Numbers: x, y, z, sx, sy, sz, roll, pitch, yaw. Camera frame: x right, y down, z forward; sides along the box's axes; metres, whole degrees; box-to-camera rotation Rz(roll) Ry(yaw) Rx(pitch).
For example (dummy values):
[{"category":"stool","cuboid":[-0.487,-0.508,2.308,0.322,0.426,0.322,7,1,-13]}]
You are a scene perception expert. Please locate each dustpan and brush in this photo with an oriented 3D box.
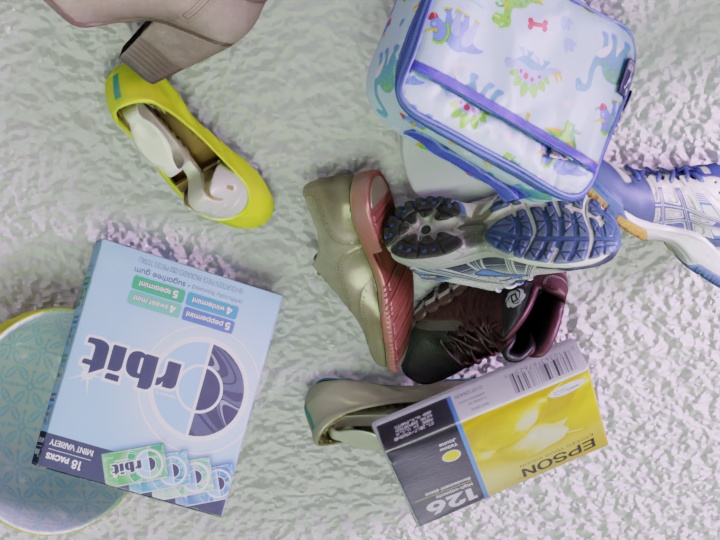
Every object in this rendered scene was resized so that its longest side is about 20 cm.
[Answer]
[{"category":"dustpan and brush","cuboid":[0.072,-0.147,1.579,0.138,0.058,0.200,-16,133,23]}]

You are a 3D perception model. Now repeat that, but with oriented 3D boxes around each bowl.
[{"category":"bowl","cuboid":[-0.293,0.129,1.716,0.107,0.201,0.200,5,144,50]}]

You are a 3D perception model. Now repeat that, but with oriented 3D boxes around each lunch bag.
[{"category":"lunch bag","cuboid":[0.112,-0.150,1.505,0.199,0.082,0.162,29,77,-22]}]

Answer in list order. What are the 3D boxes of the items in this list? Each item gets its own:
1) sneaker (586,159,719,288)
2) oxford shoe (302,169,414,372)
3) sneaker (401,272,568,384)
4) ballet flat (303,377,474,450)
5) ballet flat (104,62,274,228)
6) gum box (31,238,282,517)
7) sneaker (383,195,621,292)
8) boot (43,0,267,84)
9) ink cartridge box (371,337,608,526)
[{"category":"sneaker","cuboid":[0.264,-0.065,1.643,0.199,0.075,0.089,27,105,-24]},{"category":"oxford shoe","cuboid":[0.000,0.000,1.679,0.073,0.071,0.202,0,122,20]},{"category":"sneaker","cuboid":[0.107,0.056,1.687,0.075,0.116,0.200,32,119,-24]},{"category":"ballet flat","cuboid":[0.047,0.139,1.780,0.198,0.070,0.070,0,128,-3]},{"category":"ballet flat","cuboid":[-0.143,-0.089,1.597,0.066,0.067,0.200,-30,123,18]},{"category":"gum box","cuboid":[-0.176,0.094,1.673,0.168,0.045,0.202,17,82,-16]},{"category":"sneaker","cuboid":[0.125,-0.023,1.626,0.198,0.078,0.085,1,154,18]},{"category":"boot","cuboid":[-0.166,-0.241,1.487,0.146,0.071,0.200,-42,120,18]},{"category":"ink cartridge box","cuboid":[0.126,0.163,1.758,0.196,0.047,0.201,-24,141,0]}]
